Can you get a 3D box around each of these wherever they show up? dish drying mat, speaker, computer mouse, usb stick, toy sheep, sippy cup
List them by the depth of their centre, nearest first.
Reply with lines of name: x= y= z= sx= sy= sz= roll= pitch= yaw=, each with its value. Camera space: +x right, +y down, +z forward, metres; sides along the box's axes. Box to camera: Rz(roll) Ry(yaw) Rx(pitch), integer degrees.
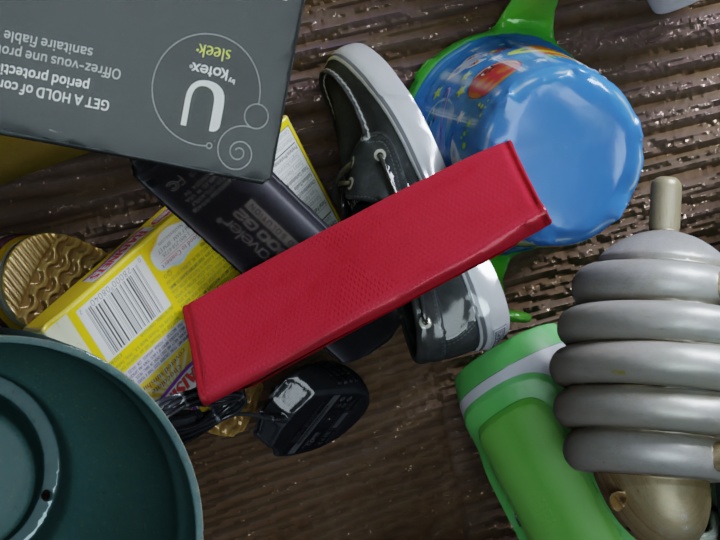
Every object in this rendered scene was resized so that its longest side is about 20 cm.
dish drying mat: x=0.000 y=0.000 z=0.765 sx=0.198 sy=0.077 sz=0.018 roll=-28 pitch=131 yaw=8
toy sheep: x=0.167 y=0.050 z=0.802 sx=0.136 sy=0.138 sz=0.203 roll=8 pitch=77 yaw=-12
usb stick: x=-0.047 y=-0.016 z=0.816 sx=0.055 sy=0.033 sz=0.200 roll=-38 pitch=128 yaw=11
computer mouse: x=-0.060 y=0.075 z=0.838 sx=0.059 sy=0.199 sz=0.034 roll=-50 pitch=64 yaw=19
sippy cup: x=0.098 y=-0.070 z=0.854 sx=0.138 sy=0.130 sz=0.180 roll=-26 pitch=102 yaw=-6
speaker: x=0.131 y=0.137 z=0.875 sx=0.088 sy=0.089 sz=0.202 roll=-25 pitch=74 yaw=-6

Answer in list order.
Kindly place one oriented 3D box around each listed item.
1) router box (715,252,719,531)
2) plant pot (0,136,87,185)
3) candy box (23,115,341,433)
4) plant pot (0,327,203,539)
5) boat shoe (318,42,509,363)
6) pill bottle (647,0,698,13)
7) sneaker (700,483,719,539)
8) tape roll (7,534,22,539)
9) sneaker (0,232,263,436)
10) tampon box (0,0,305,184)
router box: x=0.270 y=0.076 z=0.903 sx=0.149 sy=0.061 sz=0.203 roll=-21 pitch=106 yaw=-51
plant pot: x=-0.149 y=-0.160 z=0.769 sx=0.198 sy=0.176 sz=0.203 roll=-20 pitch=101 yaw=-7
candy box: x=-0.087 y=0.011 z=0.829 sx=0.200 sy=0.026 sz=0.103 roll=-44 pitch=122 yaw=-31
plant pot: x=-0.190 y=0.117 z=0.722 sx=0.198 sy=0.134 sz=0.204 roll=-4 pitch=101 yaw=-23
boat shoe: x=0.017 y=-0.041 z=0.835 sx=0.056 sy=0.069 sz=0.202 roll=-20 pitch=68 yaw=-18
pill bottle: x=0.164 y=-0.258 z=0.848 sx=0.115 sy=0.116 sz=0.201 roll=-32 pitch=103 yaw=-5
sneaker: x=0.197 y=0.176 z=0.928 sx=0.073 sy=0.089 sz=0.203 roll=-13 pitch=101 yaw=-3
tape roll: x=-0.258 y=0.214 z=0.830 sx=0.197 sy=0.048 sz=0.204 roll=-1 pitch=84 yaw=8
sneaker: x=-0.143 y=0.034 z=0.858 sx=0.199 sy=0.089 sz=0.076 roll=37 pitch=68 yaw=-37
tampon box: x=-0.097 y=-0.153 z=0.625 sx=0.148 sy=0.126 sz=0.203 roll=10 pitch=97 yaw=-12
